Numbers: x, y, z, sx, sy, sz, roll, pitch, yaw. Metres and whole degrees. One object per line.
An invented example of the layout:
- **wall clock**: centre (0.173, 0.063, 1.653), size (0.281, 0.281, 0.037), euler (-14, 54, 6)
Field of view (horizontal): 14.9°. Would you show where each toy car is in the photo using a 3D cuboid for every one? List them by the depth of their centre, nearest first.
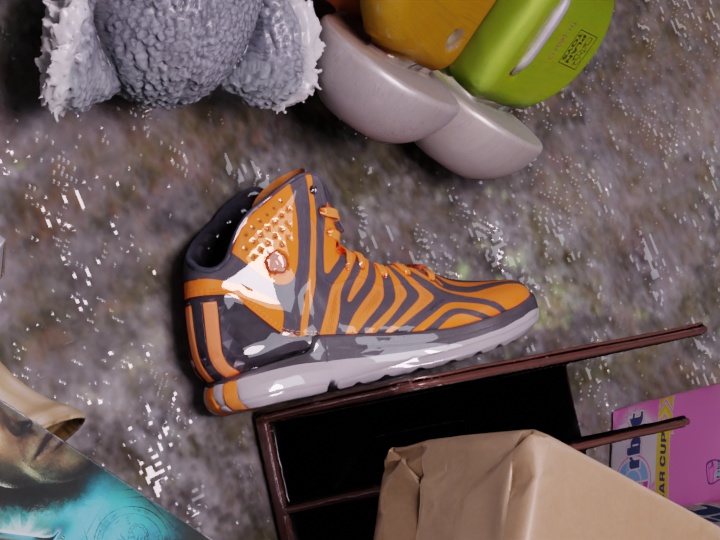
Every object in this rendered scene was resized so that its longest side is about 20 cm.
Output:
- **toy car**: centre (0.047, -0.156, 1.409), size (0.200, 0.150, 0.175), euler (19, 109, -54)

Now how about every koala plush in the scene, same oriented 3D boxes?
- **koala plush**: centre (-0.096, -0.170, 1.306), size (0.177, 0.184, 0.201), euler (0, 91, -34)

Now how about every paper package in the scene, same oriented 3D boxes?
- **paper package**: centre (0.096, 0.195, 1.223), size (0.200, 0.103, 0.191), euler (29, 61, -37)

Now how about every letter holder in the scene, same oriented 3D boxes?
- **letter holder**: centre (0.074, 0.094, 1.366), size (0.199, 0.142, 0.101), euler (-9, 84, -36)

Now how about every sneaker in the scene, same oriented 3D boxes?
- **sneaker**: centre (0.000, 0.000, 1.376), size (0.199, 0.077, 0.113), euler (-11, 86, -36)

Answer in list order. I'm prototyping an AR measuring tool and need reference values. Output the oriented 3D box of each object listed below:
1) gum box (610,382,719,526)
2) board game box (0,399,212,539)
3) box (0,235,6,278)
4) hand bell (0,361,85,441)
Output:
- **gum box**: centre (0.249, 0.116, 1.500), size (0.199, 0.113, 0.066), euler (15, 70, -31)
- **board game box**: centre (-0.168, 0.160, 1.134), size (0.135, 0.028, 0.200), euler (32, 77, 4)
- **box**: centre (-0.270, 0.025, 1.158), size (0.156, 0.041, 0.200), euler (33, 64, 8)
- **hand bell**: centre (-0.217, 0.007, 1.235), size (0.104, 0.104, 0.200), euler (-25, 81, -36)
